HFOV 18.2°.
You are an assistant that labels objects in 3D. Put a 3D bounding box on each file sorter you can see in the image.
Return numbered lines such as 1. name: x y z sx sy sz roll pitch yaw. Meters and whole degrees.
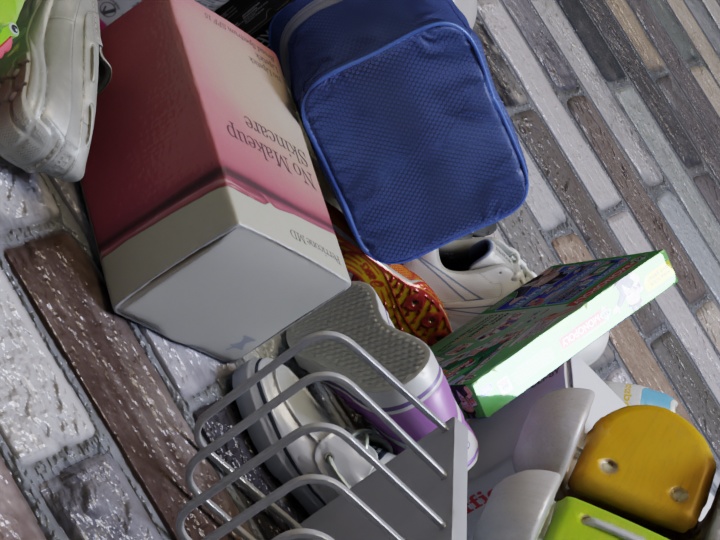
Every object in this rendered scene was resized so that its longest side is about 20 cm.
1. file sorter: -0.029 0.151 1.307 0.125 0.139 0.200 43 26 -22

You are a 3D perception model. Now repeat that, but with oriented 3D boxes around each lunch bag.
1. lunch bag: 0.028 -0.113 1.594 0.132 0.136 0.200 -112 179 -53

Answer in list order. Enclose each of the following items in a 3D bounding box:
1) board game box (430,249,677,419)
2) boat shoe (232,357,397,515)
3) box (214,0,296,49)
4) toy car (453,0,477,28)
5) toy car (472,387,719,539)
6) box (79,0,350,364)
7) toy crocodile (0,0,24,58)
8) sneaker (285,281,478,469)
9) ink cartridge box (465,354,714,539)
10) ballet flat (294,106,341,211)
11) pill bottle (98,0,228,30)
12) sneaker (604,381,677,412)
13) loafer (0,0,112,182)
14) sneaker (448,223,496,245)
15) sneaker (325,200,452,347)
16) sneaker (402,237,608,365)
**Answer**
1. board game box: 0.115 0.047 1.617 0.200 0.134 0.029 -32 103 -31
2. boat shoe: -0.004 0.133 1.469 0.200 0.067 0.074 56 22 -2
3. box: -0.077 -0.241 1.642 0.050 0.200 0.158 15 45 -52
4. toy car: 0.032 -0.201 1.810 0.185 0.200 0.177 57 22 0
5. toy car: 0.166 0.187 1.481 0.175 0.150 0.200 23 43 7
6. box: -0.105 -0.062 1.466 0.128 0.109 0.200 28 36 -50
7. toy crocodile: -0.245 -0.127 1.324 0.062 0.067 0.200 57 24 -14
8. sneaker: 0.017 0.085 1.534 0.114 0.073 0.200 57 -5 -28
9. ink cartridge box: 0.154 0.173 1.638 0.200 0.145 0.084 44 26 -27
10. ballet flat: -0.054 -0.121 1.705 0.200 0.069 0.069 60 23 7
11. pill bottle: -0.114 -0.241 1.564 0.113 0.200 0.114 44 25 -27
12. sneaker: 0.199 0.168 1.727 0.200 0.081 0.077 88 11 -45
13. loafer: -0.194 -0.135 1.436 0.070 0.070 0.200 37 38 -31
14. sneaker: 0.064 -0.062 1.820 0.200 0.076 0.091 -45 136 -74
15. sneaker: 0.000 0.000 1.652 0.200 0.073 0.077 46 16 -31
16. sneaker: 0.108 0.024 1.733 0.200 0.087 0.075 16 33 -21
